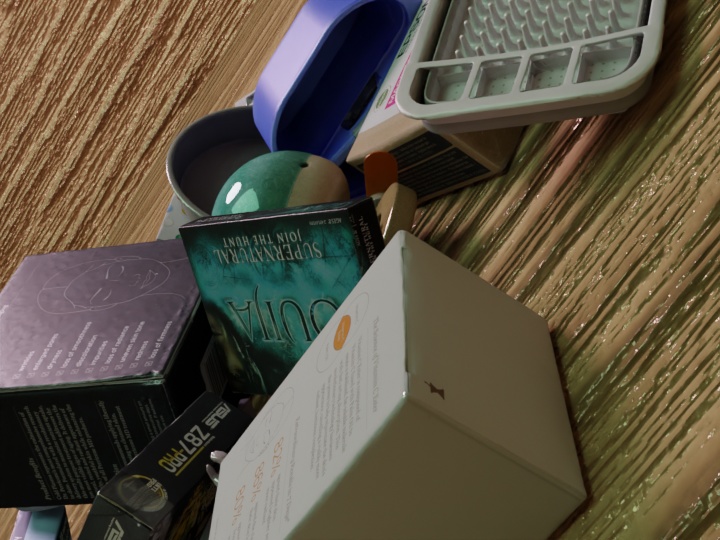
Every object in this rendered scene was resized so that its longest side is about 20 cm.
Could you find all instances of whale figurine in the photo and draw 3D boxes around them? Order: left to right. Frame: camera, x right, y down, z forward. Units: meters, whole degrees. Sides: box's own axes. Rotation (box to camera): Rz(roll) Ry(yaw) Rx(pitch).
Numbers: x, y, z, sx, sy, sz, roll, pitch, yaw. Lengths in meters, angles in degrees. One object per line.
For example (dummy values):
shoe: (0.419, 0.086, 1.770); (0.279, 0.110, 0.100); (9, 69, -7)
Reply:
whale figurine: (-0.075, -0.003, 0.964); (0.160, 0.102, 0.202); (-66, -9, -56)

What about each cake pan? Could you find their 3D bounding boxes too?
cake pan: (-0.088, -0.086, 1.133); (0.202, 0.197, 0.037); (-79, -1, -47)

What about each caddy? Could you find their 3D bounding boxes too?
caddy: (-0.005, -0.158, 1.053); (0.201, 0.140, 0.105); (-56, 35, 12)

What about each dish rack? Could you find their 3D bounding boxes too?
dish rack: (0.122, -0.162, 0.769); (0.169, 0.044, 0.202); (-5, 49, 28)

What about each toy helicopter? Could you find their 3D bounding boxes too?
toy helicopter: (0.000, 0.000, 0.912); (0.200, 0.078, 0.134); (122, 162, -56)

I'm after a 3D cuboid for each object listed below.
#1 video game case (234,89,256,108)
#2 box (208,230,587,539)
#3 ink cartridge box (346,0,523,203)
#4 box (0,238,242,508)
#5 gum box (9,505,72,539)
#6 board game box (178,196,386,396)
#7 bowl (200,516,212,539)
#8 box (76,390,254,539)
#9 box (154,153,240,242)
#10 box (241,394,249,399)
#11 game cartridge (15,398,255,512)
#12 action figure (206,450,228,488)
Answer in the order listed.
video game case: (-0.038, -0.178, 1.213); (0.200, 0.141, 0.018); (177, 92, -70)
box: (0.009, 0.111, 0.629); (0.201, 0.106, 0.153); (-52, 18, 26)
ink cartridge box: (0.084, -0.165, 0.931); (0.164, 0.075, 0.202); (-15, 48, 65)
box: (-0.205, 0.079, 0.961); (0.194, 0.125, 0.201); (-4, 32, 13)
gum box: (-0.261, 0.328, 0.974); (0.170, 0.044, 0.203); (-96, 1, -64)
board game box: (-0.045, 0.024, 0.821); (0.028, 0.137, 0.199); (-25, 14, -38)
bowl: (-0.183, 0.248, 0.993); (0.202, 0.090, 0.202); (-51, 19, 25)
box: (-0.155, 0.198, 0.802); (0.202, 0.049, 0.161); (-63, -10, 23)
box: (-0.114, -0.021, 1.127); (0.201, 0.154, 0.042); (-78, 6, -49)
box: (-0.193, 0.065, 1.202); (0.087, 0.163, 0.200); (-60, 16, -4)
game cartridge: (-0.194, 0.159, 1.035); (0.197, 0.041, 0.133); (-14, 10, 7)
action figure: (-0.063, 0.208, 0.708); (0.136, 0.147, 0.200); (-70, -13, 19)
